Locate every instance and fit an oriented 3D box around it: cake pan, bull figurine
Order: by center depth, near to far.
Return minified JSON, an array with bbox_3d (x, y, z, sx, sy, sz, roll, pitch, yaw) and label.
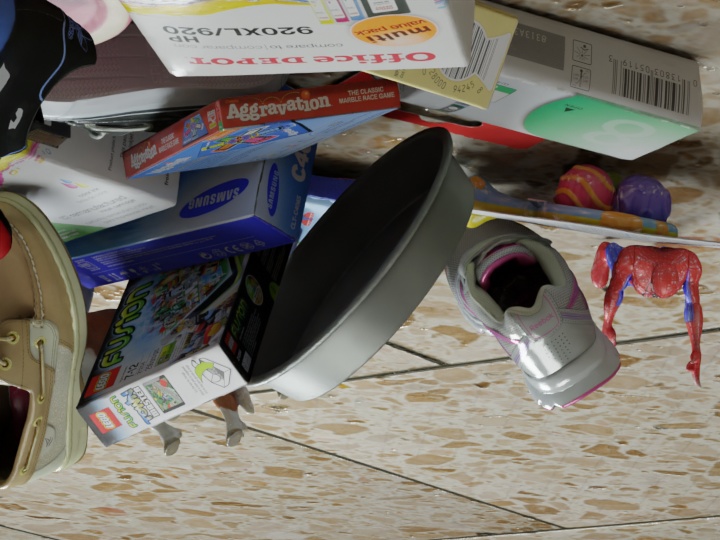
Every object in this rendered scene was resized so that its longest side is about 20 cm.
[{"bbox_3d":[0.000,0.000,1.536,0.037,0.201,0.200,39,152,-15],"label":"cake pan"},{"bbox_3d":[-0.140,0.065,1.670,0.200,0.121,0.065,-12,138,-49],"label":"bull figurine"}]

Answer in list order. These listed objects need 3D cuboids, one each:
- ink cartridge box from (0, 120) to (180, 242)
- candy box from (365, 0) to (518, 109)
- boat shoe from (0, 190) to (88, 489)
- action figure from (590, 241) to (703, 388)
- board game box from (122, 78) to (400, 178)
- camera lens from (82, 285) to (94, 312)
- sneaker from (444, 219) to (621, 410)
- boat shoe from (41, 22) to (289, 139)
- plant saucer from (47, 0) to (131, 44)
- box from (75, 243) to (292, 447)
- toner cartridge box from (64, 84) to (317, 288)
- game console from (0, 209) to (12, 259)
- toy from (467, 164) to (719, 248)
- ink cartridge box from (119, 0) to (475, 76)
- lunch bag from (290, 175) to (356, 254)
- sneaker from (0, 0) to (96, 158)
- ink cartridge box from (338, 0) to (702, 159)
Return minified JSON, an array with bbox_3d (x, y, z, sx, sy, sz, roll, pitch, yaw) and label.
[{"bbox_3d":[-0.229,-0.089,1.530,0.200,0.084,0.145,18,158,-38],"label":"ink cartridge box"},{"bbox_3d":[-0.032,-0.141,1.273,0.200,0.055,0.115,15,-173,-39],"label":"candy box"},{"bbox_3d":[-0.212,0.049,1.540,0.074,0.201,0.066,20,-142,36],"label":"boat shoe"},{"bbox_3d":[0.195,0.028,1.721,0.065,0.099,0.200,4,179,-1],"label":"action figure"},{"bbox_3d":[-0.060,-0.079,1.416,0.103,0.020,0.200,-10,178,-21],"label":"board game box"},{"bbox_3d":[-0.280,0.016,1.766,0.159,0.161,0.200,9,163,-19],"label":"camera lens"},{"bbox_3d":[0.106,0.006,1.698,0.081,0.200,0.088,-34,125,-5],"label":"sneaker"},{"bbox_3d":[-0.141,-0.104,1.449,0.199,0.072,0.071,2,148,-9],"label":"boat shoe"},{"bbox_3d":[-0.194,-0.165,1.328,0.200,0.051,0.201,4,163,1],"label":"plant saucer"},{"bbox_3d":[-0.105,0.023,1.591,0.110,0.200,0.035,-24,115,22],"label":"box"},{"bbox_3d":[-0.115,-0.052,1.606,0.200,0.095,0.043,-12,149,42],"label":"toner cartridge box"},{"bbox_3d":[-0.314,-0.083,1.440,0.172,0.119,0.200,-20,131,12],"label":"game console"},{"bbox_3d":[0.147,-0.046,1.649,0.199,0.047,0.115,5,-179,15],"label":"toy"},{"bbox_3d":[-0.033,-0.183,1.059,0.147,0.145,0.200,0,164,10],"label":"ink cartridge box"},{"bbox_3d":[-0.065,-0.025,1.746,0.150,0.094,0.200,8,150,-9],"label":"lunch bag"},{"bbox_3d":[-0.222,-0.073,1.335,0.078,0.070,0.200,22,131,-39],"label":"sneaker"},{"bbox_3d":[0.084,-0.096,1.508,0.160,0.050,0.200,12,160,-26],"label":"ink cartridge box"}]
